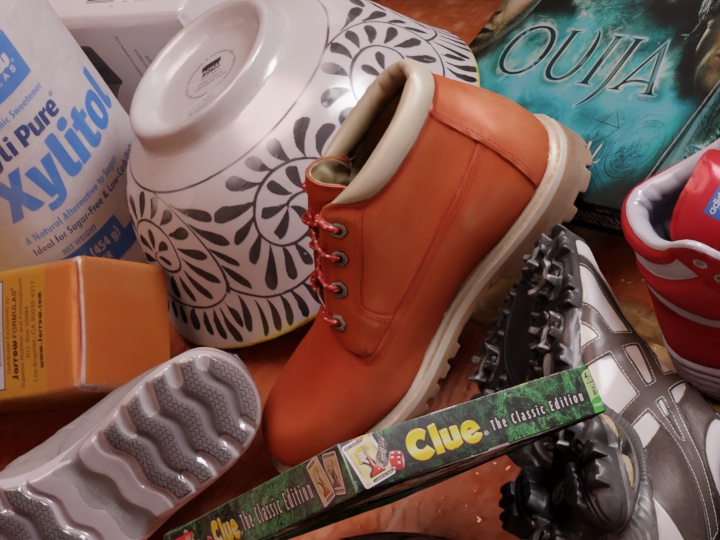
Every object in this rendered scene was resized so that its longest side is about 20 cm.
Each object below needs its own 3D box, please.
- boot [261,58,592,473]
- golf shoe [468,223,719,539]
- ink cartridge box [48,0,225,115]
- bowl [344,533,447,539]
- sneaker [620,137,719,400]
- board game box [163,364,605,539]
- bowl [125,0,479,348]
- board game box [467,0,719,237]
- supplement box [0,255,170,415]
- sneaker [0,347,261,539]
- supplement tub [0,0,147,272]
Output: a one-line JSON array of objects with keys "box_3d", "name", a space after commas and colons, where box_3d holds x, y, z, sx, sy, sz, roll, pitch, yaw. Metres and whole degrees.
[{"box_3d": [0.000, 0.000, 1.066, 0.200, 0.107, 0.075, -55, 34, 12], "name": "boot"}, {"box_3d": [0.101, 0.062, 0.977, 0.078, 0.094, 0.200, -57, 22, 32], "name": "golf shoe"}, {"box_3d": [-0.125, -0.160, 1.380, 0.200, 0.084, 0.146, 2, 50, 38], "name": "ink cartridge box"}, {"box_3d": [-0.005, 0.166, 0.915, 0.201, 0.094, 0.201, -20, 40, 18], "name": "bowl"}, {"box_3d": [0.190, 0.005, 0.939, 0.200, 0.113, 0.071, 5, 49, 38], "name": "sneaker"}, {"box_3d": [0.003, 0.079, 0.938, 0.105, 0.023, 0.200, -19, -7, -26], "name": "board game box"}, {"box_3d": [-0.050, -0.069, 1.186, 0.201, 0.094, 0.201, -32, 33, 24], "name": "bowl"}, {"box_3d": [0.107, -0.085, 1.131, 0.135, 0.028, 0.200, -53, 30, -13], "name": "board game box"}, {"box_3d": [-0.187, 0.038, 1.197, 0.200, 0.067, 0.069, -11, 79, 36], "name": "supplement box"}, {"box_3d": [-0.123, 0.106, 1.119, 0.200, 0.075, 0.082, -33, 3, 8], "name": "sneaker"}, {"box_3d": [-0.194, -0.076, 1.243, 0.132, 0.200, 0.132, -20, 39, 18], "name": "supplement tub"}]
